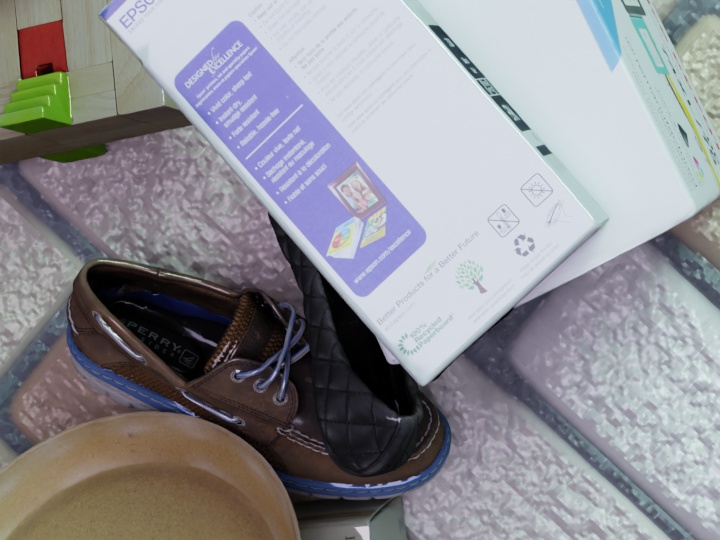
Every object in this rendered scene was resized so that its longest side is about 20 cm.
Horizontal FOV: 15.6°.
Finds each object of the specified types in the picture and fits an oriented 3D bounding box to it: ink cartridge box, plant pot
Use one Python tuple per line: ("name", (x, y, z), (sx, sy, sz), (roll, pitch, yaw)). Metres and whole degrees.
("ink cartridge box", (-0.003, -0.061, 1.044), (0.099, 0.039, 0.200), (-41, 87, 13))
("plant pot", (-0.115, 0.159, 1.209), (0.199, 0.028, 0.201), (-12, 53, 16))
("ink cartridge box", (0.063, -0.065, 1.151), (0.145, 0.200, 0.148), (-27, 90, 14))

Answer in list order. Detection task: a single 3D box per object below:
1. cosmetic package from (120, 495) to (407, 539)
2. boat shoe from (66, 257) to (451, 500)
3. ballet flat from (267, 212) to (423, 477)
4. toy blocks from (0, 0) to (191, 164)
("cosmetic package", (-0.075, 0.172, 1.279), (0.198, 0.071, 0.106), (-8, 94, 15))
("boat shoe", (-0.052, 0.050, 1.246), (0.199, 0.073, 0.073), (17, 60, 12))
("ballet flat", (0.000, 0.000, 1.215), (0.057, 0.066, 0.201), (-43, 50, 46))
("toy blocks", (-0.153, -0.129, 1.262), (0.199, 0.100, 0.138), (-10, 81, 24))
